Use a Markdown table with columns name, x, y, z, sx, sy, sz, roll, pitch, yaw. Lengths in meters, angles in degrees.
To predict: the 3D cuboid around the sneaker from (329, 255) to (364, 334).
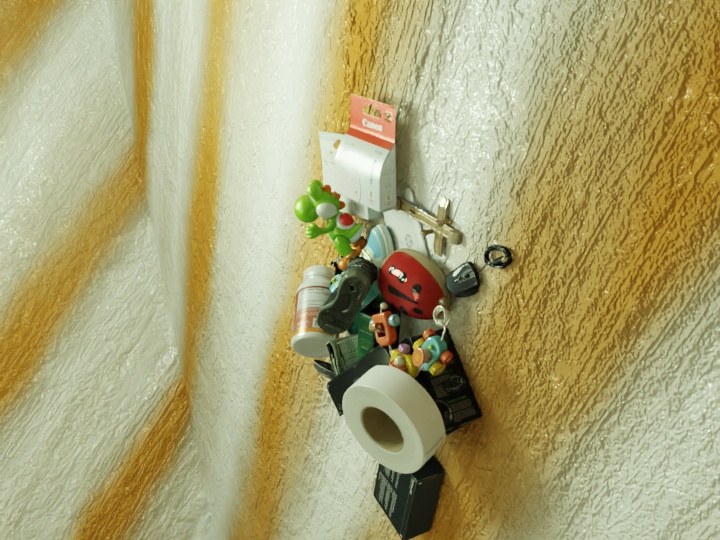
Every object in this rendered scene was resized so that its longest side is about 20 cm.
| name | x | y | z | sx | sy | sz | roll | pitch | yaw |
| --- | --- | --- | --- | --- | --- | --- | --- | --- | --- |
| sneaker | -0.035 | 0.058 | 1.924 | 0.071 | 0.079 | 0.202 | 29 | 127 | 55 |

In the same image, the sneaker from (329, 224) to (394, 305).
| name | x | y | z | sx | sy | sz | roll | pitch | yaw |
| --- | --- | --- | --- | --- | --- | --- | --- | --- | --- |
| sneaker | 0.000 | 0.000 | 1.766 | 0.080 | 0.129 | 0.202 | -124 | 30 | -49 |

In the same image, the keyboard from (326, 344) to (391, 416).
| name | x | y | z | sx | sy | sz | roll | pitch | yaw |
| --- | --- | --- | --- | --- | --- | --- | --- | --- | --- |
| keyboard | 0.016 | 0.244 | 1.704 | 0.200 | 0.020 | 0.128 | -39 | 70 | 38 |

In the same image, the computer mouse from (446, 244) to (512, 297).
| name | x | y | z | sx | sy | sz | roll | pitch | yaw |
| --- | --- | --- | --- | --- | --- | --- | --- | --- | --- |
| computer mouse | 0.204 | 0.003 | 1.490 | 0.200 | 0.034 | 0.059 | -43 | 63 | 59 |

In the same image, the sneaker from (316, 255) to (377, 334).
| name | x | y | z | sx | sy | sz | roll | pitch | yaw |
| --- | --- | --- | --- | --- | --- | --- | --- | --- | --- |
| sneaker | -0.021 | 0.047 | 1.717 | 0.076 | 0.115 | 0.200 | 32 | 132 | 2 |

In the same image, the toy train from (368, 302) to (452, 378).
| name | x | y | z | sx | sy | sz | roll | pitch | yaw |
| --- | --- | --- | --- | --- | --- | --- | --- | --- | --- |
| toy train | 0.083 | 0.131 | 1.572 | 0.199 | 0.055 | 0.152 | -10 | 88 | 49 |

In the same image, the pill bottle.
| name | x | y | z | sx | sy | sz | roll | pitch | yaw |
| --- | --- | --- | --- | --- | --- | --- | --- | --- | --- |
| pill bottle | -0.100 | 0.094 | 1.973 | 0.112 | 0.111 | 0.202 | 121 | 158 | -54 |

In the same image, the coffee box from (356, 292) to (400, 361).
| name | x | y | z | sx | sy | sz | roll | pitch | yaw |
| --- | --- | --- | --- | --- | --- | --- | --- | --- | --- |
| coffee box | 0.039 | 0.147 | 1.770 | 0.044 | 0.123 | 0.202 | 19 | 125 | 24 |

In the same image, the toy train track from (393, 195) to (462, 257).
| name | x | y | z | sx | sy | sz | roll | pitch | yaw |
| --- | --- | --- | --- | --- | --- | --- | --- | --- | --- |
| toy train track | 0.117 | -0.096 | 1.598 | 0.200 | 0.032 | 0.116 | 37 | 130 | 47 |

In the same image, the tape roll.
| name | x | y | z | sx | sy | sz | roll | pitch | yaw |
| --- | --- | --- | --- | --- | --- | --- | --- | --- | --- |
| tape roll | 0.062 | 0.282 | 1.587 | 0.201 | 0.071 | 0.204 | 27 | 135 | 30 |

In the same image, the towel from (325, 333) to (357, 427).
| name | x | y | z | sx | sy | sz | roll | pitch | yaw |
| --- | --- | --- | --- | --- | --- | --- | --- | --- | --- |
| towel | 0.000 | 0.236 | 1.854 | 0.034 | 0.200 | 0.195 | -16 | 86 | 25 |

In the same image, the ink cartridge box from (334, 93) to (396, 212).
| name | x | y | z | sx | sy | sz | roll | pitch | yaw |
| --- | --- | --- | --- | --- | --- | --- | --- | --- | --- |
| ink cartridge box | 0.007 | -0.234 | 1.665 | 0.162 | 0.057 | 0.202 | 30 | 132 | 50 |

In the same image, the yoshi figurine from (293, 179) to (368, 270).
| name | x | y | z | sx | sy | sz | roll | pitch | yaw |
| --- | --- | --- | --- | --- | --- | --- | --- | --- | --- |
| yoshi figurine | -0.073 | -0.100 | 1.818 | 0.201 | 0.112 | 0.112 | 57 | 169 | -20 |

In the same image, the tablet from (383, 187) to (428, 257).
| name | x | y | z | sx | sy | sz | roll | pitch | yaw |
| --- | --- | --- | --- | --- | --- | --- | --- | --- | --- |
| tablet | 0.093 | -0.058 | 1.700 | 0.130 | 0.014 | 0.202 | -15 | 88 | 63 |

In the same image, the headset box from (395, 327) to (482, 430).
| name | x | y | z | sx | sy | sz | roll | pitch | yaw |
| --- | --- | --- | --- | --- | --- | --- | --- | --- | --- |
| headset box | 0.131 | 0.230 | 1.669 | 0.174 | 0.092 | 0.202 | -46 | 61 | 58 |

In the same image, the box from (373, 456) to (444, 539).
| name | x | y | z | sx | sy | sz | roll | pitch | yaw |
| --- | --- | --- | --- | --- | --- | --- | --- | --- | --- |
| box | 0.103 | 0.471 | 1.848 | 0.141 | 0.078 | 0.202 | 52 | 144 | 44 |

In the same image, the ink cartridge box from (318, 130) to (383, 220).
| name | x | y | z | sx | sy | sz | roll | pitch | yaw |
| --- | --- | --- | --- | --- | --- | --- | --- | --- | --- |
| ink cartridge box | -0.023 | -0.212 | 1.821 | 0.199 | 0.043 | 0.176 | 23 | 121 | 58 |

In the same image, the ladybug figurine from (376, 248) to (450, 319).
| name | x | y | z | sx | sy | sz | roll | pitch | yaw |
| --- | --- | --- | --- | --- | --- | --- | --- | --- | --- |
| ladybug figurine | 0.097 | 0.031 | 1.640 | 0.199 | 0.071 | 0.137 | 23 | 125 | 52 |

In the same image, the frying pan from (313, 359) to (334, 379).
| name | x | y | z | sx | sy | sz | roll | pitch | yaw |
| --- | --- | --- | --- | --- | --- | --- | --- | --- | --- |
| frying pan | -0.033 | 0.260 | 2.022 | 0.189 | 0.115 | 0.031 | 24 | 93 | 24 |

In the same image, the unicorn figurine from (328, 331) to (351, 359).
| name | x | y | z | sx | sy | sz | roll | pitch | yaw |
| --- | --- | --- | --- | --- | --- | --- | --- | --- | --- |
| unicorn figurine | -0.053 | 0.180 | 2.042 | 0.200 | 0.073 | 0.139 | 138 | 116 | -78 |
